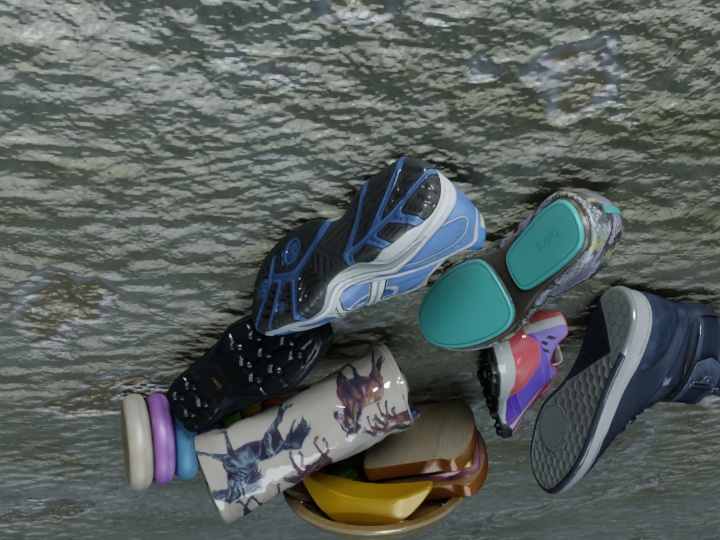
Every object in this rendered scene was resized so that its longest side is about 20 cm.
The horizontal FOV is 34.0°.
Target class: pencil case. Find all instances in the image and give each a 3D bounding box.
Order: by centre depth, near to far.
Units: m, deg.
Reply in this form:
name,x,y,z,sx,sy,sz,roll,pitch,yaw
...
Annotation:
name,x,y,z,sx,sy,sz,roll,pitch,yaw
pencil case,-0.049,0.137,0.997,0.198,0.079,0.089,-28,177,-2

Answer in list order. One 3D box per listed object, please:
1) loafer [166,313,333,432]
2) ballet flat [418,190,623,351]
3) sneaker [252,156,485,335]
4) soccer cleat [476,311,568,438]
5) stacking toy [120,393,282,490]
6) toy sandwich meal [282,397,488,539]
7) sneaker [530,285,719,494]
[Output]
name,x,y,z,sx,sy,sz,roll,pitch,yaw
loafer,-0.085,0.072,0.952,0.200,0.069,0.070,-33,179,44
ballet flat,0.120,0.004,0.856,0.071,0.073,0.200,10,150,-29
sneaker,0.000,0.000,0.805,0.076,0.077,0.199,24,142,-38
soccer cleat,0.143,0.093,1.034,0.072,0.069,0.201,-18,153,-2
stacking toy,-0.116,0.145,1.078,0.196,0.087,0.086,-6,154,-17
toy sandwich meal,0.022,0.180,1.117,0.201,0.206,0.071,-5,112,-2
sneaker,0.240,0.112,1.012,0.144,0.077,0.204,7,122,-29
